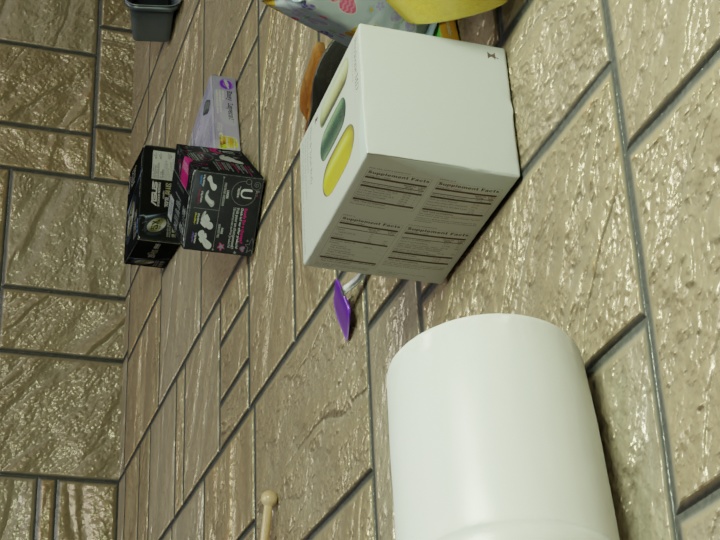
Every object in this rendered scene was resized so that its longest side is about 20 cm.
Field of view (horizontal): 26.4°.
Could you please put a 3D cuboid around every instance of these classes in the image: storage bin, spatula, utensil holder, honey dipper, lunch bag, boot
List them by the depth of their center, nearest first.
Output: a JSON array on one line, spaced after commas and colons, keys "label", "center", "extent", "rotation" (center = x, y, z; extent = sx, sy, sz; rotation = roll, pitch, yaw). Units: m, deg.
[{"label": "utensil holder", "center": [0.102, 0.158, 1.154], "extent": [0.170, 0.170, 0.200], "rotation": [116, 155, -47]}, {"label": "lunch bag", "center": [0.012, -0.336, 1.574], "extent": [0.127, 0.170, 0.200], "rotation": [16, 84, 56]}, {"label": "spatula", "center": [0.000, 0.000, 1.783], "extent": [0.200, 0.021, 0.057], "rotation": [-64, 38, 41]}, {"label": "boot", "center": [-0.035, -0.249, 1.969], "extent": [0.200, 0.068, 0.188], "rotation": [-100, 15, -61]}, {"label": "honey dipper", "center": [-0.132, 0.393, 2.041], "extent": [0.038, 0.038, 0.200], "rotation": [144, 133, -67]}, {"label": "storage bin", "center": [-0.462, -0.596, 3.326], "extent": [0.134, 0.145, 0.200], "rotation": [102, 165, -51]}]

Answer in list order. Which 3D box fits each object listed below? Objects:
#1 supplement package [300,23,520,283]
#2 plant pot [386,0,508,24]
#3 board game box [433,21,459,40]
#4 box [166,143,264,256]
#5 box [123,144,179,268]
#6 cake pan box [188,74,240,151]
[{"label": "supplement package", "center": [0.041, -0.108, 1.477], "extent": [0.200, 0.151, 0.152], "rotation": [122, 150, -54]}, {"label": "plant pot", "center": [0.076, -0.312, 1.429], "extent": [0.200, 0.200, 0.142], "rotation": [-134, 29, -68]}, {"label": "board game box", "center": [0.074, -0.232, 1.627], "extent": [0.096, 0.030, 0.200], "rotation": [117, 156, -46]}, {"label": "box", "center": [-0.230, -0.111, 2.412], "extent": [0.200, 0.115, 0.132], "rotation": [-131, 48, -69]}, {"label": "box", "center": [-0.409, -0.125, 3.036], "extent": [0.164, 0.086, 0.200], "rotation": [138, 136, -66]}, {"label": "cake pan box", "center": [-0.256, -0.203, 2.637], "extent": [0.200, 0.052, 0.184], "rotation": [116, 157, -46]}]
